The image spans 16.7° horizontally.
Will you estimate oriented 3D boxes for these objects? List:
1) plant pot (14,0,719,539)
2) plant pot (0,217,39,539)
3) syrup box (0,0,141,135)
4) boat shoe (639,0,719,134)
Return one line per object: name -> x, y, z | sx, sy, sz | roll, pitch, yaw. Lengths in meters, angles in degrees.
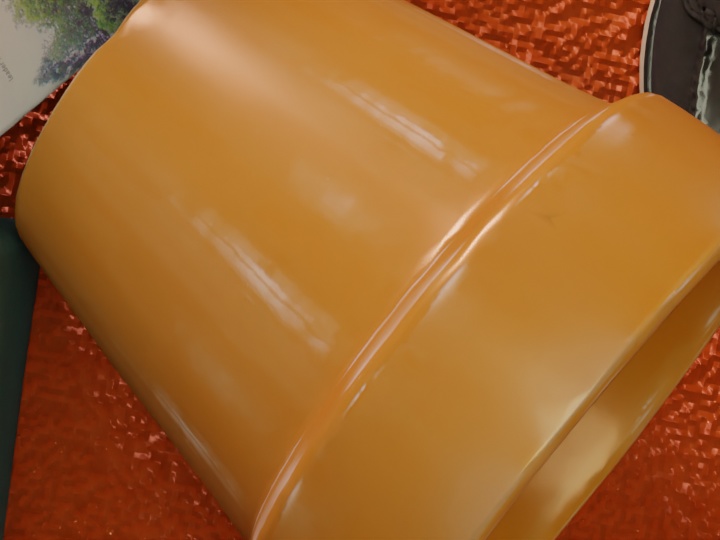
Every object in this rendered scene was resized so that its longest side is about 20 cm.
plant pot -> 0.000, 0.000, 0.757 | 0.183, 0.200, 0.200 | 39, 88, 12
plant pot -> -0.178, 0.047, 0.729 | 0.140, 0.200, 0.142 | 8, 91, -4
syrup box -> -0.102, -0.117, 0.759 | 0.200, 0.081, 0.079 | -42, 129, -15
boat shoe -> 0.141, -0.102, 0.821 | 0.073, 0.063, 0.203 | 12, 91, -6
